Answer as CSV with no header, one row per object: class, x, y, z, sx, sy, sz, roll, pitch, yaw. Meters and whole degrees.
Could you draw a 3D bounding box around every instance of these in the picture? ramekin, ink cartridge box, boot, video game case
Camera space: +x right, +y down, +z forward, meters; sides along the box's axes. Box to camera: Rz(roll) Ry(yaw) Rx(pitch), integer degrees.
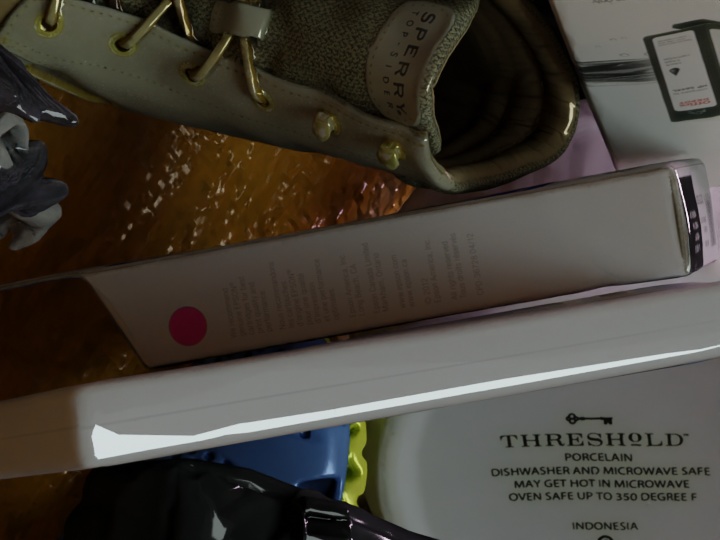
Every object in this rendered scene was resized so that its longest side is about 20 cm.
ramekin,0.089,0.051,0.930,0.094,0.201,0.203,-70,158,-56
ink cartridge box,0.096,-0.125,0.782,0.200,0.084,0.147,53,33,-67
boot,-0.043,-0.072,0.749,0.200,0.154,0.072,14,94,-56
video game case,-0.027,0.034,0.756,0.199,0.182,0.023,-8,87,-31
ink cartridge box,0.000,0.000,0.793,0.095,0.199,0.037,-15,97,-77

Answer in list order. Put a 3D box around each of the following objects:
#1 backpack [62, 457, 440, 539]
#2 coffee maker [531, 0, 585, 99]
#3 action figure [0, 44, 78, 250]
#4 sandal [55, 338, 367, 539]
backpack,-0.047,0.169,0.789,0.163,0.153,0.201,21,69,-38
coffee maker,0.119,-0.151,0.972,0.192,0.134,0.200,41,70,-26
action figure,-0.138,-0.026,0.679,0.201,0.119,0.102,-58,-179,16
sandal,-0.066,0.101,0.872,0.087,0.079,0.201,36,76,-49
